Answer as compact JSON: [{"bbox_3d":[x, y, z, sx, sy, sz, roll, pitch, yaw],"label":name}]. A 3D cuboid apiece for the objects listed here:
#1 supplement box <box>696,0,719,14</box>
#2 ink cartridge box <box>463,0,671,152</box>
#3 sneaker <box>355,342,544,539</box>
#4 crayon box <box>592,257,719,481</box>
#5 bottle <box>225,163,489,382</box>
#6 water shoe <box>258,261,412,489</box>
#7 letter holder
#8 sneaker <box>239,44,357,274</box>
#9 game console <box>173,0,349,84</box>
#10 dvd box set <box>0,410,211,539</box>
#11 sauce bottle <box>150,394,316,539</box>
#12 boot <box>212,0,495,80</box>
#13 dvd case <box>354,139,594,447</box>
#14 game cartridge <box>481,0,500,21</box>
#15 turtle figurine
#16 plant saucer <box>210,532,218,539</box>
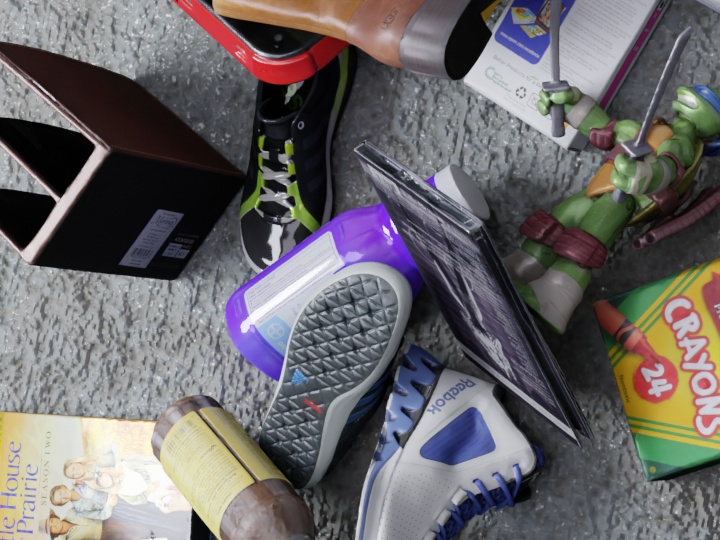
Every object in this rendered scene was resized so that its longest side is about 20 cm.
[{"bbox_3d":[0.296,-0.189,1.436,0.102,0.103,0.200,-64,31,5],"label":"supplement box"},{"bbox_3d":[0.161,-0.191,1.586,0.094,0.037,0.201,35,103,23],"label":"ink cartridge box"},{"bbox_3d":[0.063,0.147,1.557,0.114,0.081,0.201,12,60,6],"label":"sneaker"},{"bbox_3d":[0.265,0.050,1.514,0.199,0.051,0.128,-21,78,22],"label":"crayon box"},{"bbox_3d":[0.000,0.000,1.621,0.199,0.083,0.066,-35,44,18],"label":"bottle"},{"bbox_3d":[-0.011,0.063,1.597,0.071,0.079,0.201,40,126,14],"label":"water shoe"},{"bbox_3d":[-0.201,-0.079,1.654,0.142,0.200,0.101,42,104,21],"label":"letter holder"},{"bbox_3d":[-0.059,-0.093,1.654,0.071,0.083,0.202,9,91,25],"label":"sneaker"},{"bbox_3d":[-0.053,-0.236,1.645,0.177,0.031,0.200,-39,61,-14],"label":"game console"},{"bbox_3d":[-0.200,0.181,1.718,0.199,0.029,0.148,2,85,31],"label":"dvd box set"},{"bbox_3d":[-0.075,0.164,1.574,0.065,0.064,0.200,-55,45,12],"label":"sauce bottle"},{"bbox_3d":[0.023,-0.220,1.551,0.199,0.069,0.189,20,70,32],"label":"boot"},{"bbox_3d":[0.075,0.015,1.509,0.016,0.201,0.149,-37,37,-11],"label":"dvd case"},{"bbox_3d":[0.036,-0.245,1.597,0.175,0.033,0.201,24,66,23],"label":"game cartridge"},{"bbox_3d":[0.140,-0.072,1.495,0.144,0.200,0.194,37,88,34],"label":"turtle figurine"},{"bbox_3d":[-0.125,0.218,1.701,0.070,0.019,0.201,23,96,25],"label":"plant saucer"}]
